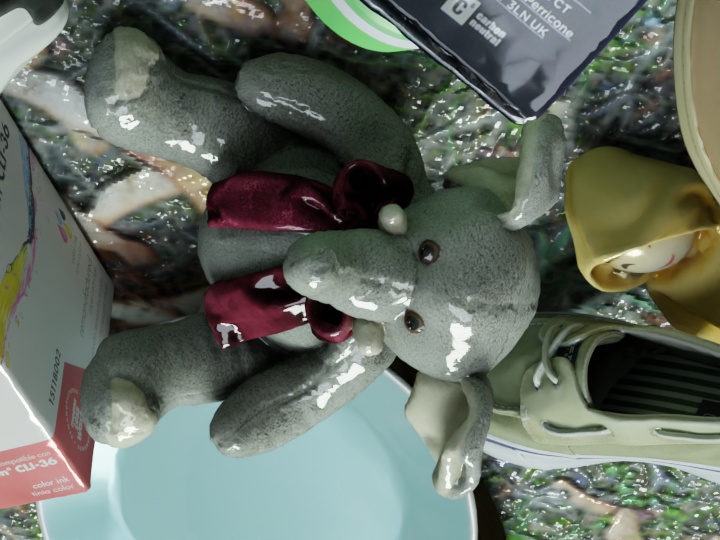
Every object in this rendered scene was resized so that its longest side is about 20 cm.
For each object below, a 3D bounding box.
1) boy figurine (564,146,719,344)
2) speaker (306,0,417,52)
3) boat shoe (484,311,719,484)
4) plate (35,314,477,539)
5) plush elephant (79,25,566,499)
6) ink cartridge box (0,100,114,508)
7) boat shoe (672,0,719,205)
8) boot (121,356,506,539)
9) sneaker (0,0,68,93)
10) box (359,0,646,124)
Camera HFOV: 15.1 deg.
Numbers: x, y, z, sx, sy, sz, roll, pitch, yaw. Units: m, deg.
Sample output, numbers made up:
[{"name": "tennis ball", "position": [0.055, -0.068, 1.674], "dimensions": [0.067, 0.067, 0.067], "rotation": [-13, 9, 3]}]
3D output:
[{"name": "boy figurine", "position": [0.173, 0.002, 1.134], "dimensions": [0.199, 0.065, 0.124], "rotation": [25, 142, -28]}, {"name": "speaker", "position": [0.060, -0.142, 0.909], "dimensions": [0.088, 0.089, 0.200], "rotation": [29, 147, -28]}, {"name": "boat shoe", "position": [0.105, 0.045, 1.141], "dimensions": [0.199, 0.072, 0.062], "rotation": [6, 152, 37]}, {"name": "plate", "position": [-0.045, 0.103, 1.198], "dimensions": [0.199, 0.026, 0.201], "rotation": [5, 118, 9]}, {"name": "plush elephant", "position": [0.000, 0.000, 1.054], "dimensions": [0.199, 0.166, 0.155], "rotation": [7, -179, -29]}, {"name": "ink cartridge box", "position": [-0.170, -0.008, 1.086], "dimensions": [0.067, 0.117, 0.200], "rotation": [-12, 137, 15]}, {"name": "boat shoe", "position": [0.176, -0.032, 1.032], "dimensions": [0.071, 0.064, 0.201], "rotation": [-24, 103, -28]}, {"name": "boot", "position": [-0.018, 0.130, 1.273], "dimensions": [0.154, 0.072, 0.201], "rotation": [-15, 129, 15]}, {"name": "sneaker", "position": [-0.164, -0.023, 0.969], "dimensions": [0.200, 0.076, 0.115], "rotation": [-34, 115, 13]}, {"name": "box", "position": [0.078, -0.163, 0.729], "dimensions": [0.104, 0.148, 0.200], "rotation": [39, 116, -7]}]
